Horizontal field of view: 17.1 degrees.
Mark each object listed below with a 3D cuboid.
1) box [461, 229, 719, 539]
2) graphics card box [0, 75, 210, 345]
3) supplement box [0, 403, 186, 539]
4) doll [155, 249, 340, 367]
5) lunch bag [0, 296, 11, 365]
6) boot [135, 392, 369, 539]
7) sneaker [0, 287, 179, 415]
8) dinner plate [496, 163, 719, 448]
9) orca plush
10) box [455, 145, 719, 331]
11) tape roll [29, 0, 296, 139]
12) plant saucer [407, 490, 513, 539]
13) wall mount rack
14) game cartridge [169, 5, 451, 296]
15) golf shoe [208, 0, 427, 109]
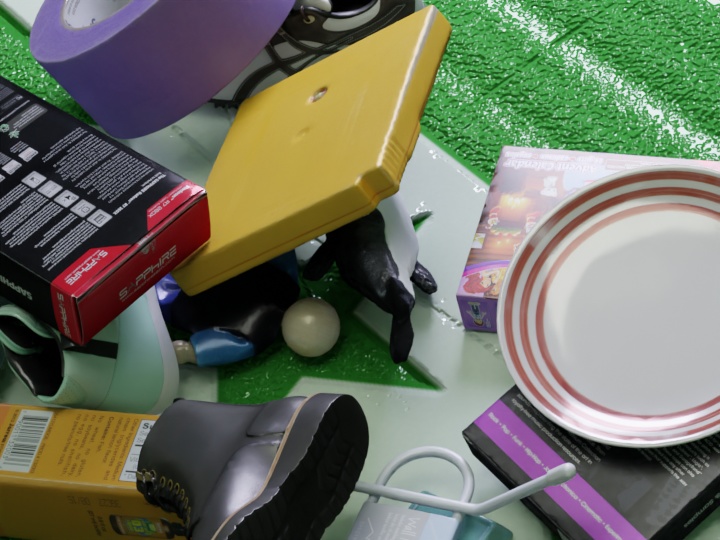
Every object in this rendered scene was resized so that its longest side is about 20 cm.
[{"bbox_3d":[0.182,0.085,1.478,0.200,0.036,0.143,-41,56,-8],"label":"box"},{"bbox_3d":[-0.210,-0.043,1.561,0.200,0.051,0.125,29,54,28],"label":"graphics card box"},{"bbox_3d":[-0.153,0.134,1.530,0.199,0.067,0.069,5,48,18],"label":"supplement box"},{"bbox_3d":[-0.098,0.008,1.639,0.199,0.049,0.137,22,64,30],"label":"doll"},{"bbox_3d":[-0.330,-0.007,1.666,0.199,0.122,0.171,3,48,23],"label":"lunch bag"},{"bbox_3d":[-0.095,0.150,1.403,0.138,0.078,0.200,1,35,34],"label":"boot"},{"bbox_3d":[-0.198,0.001,1.584,0.074,0.118,0.201,-37,64,31],"label":"sneaker"},{"bbox_3d":[0.183,0.023,1.481,0.199,0.024,0.201,-9,56,13],"label":"dinner plate"},{"bbox_3d":[0.000,0.000,1.595,0.071,0.105,0.200,-31,37,11],"label":"orca plush"},{"bbox_3d":[0.176,-0.016,1.596,0.199,0.039,0.137,5,52,18],"label":"box"},{"bbox_3d":[-0.141,-0.198,1.756,0.200,0.085,0.200,-33,30,22],"label":"tape roll"},{"bbox_3d":[0.011,0.214,1.447,0.070,0.019,0.200,21,58,30],"label":"plant saucer"},{"bbox_3d":[0.034,0.170,1.416,0.173,0.075,0.201,8,52,24],"label":"wall mount rack"},{"bbox_3d":[-0.030,-0.080,1.603,0.176,0.032,0.200,-24,30,31],"label":"game cartridge"},{"bbox_3d":[-0.050,-0.183,1.770,0.199,0.095,0.078,-14,48,4],"label":"golf shoe"}]
